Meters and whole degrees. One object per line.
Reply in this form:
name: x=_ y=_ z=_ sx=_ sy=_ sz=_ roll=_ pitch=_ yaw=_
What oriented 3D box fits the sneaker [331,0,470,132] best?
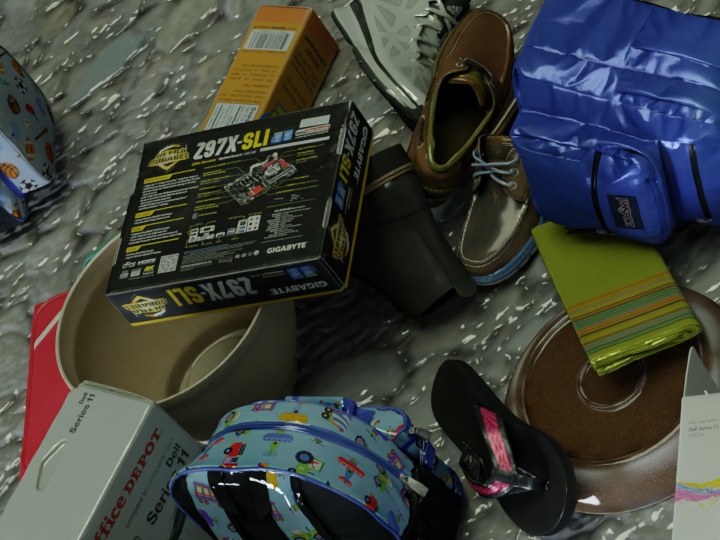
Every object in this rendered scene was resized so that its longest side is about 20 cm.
sneaker: x=0.054 y=-0.209 z=1.764 sx=0.115 sy=0.076 sz=0.201 roll=-36 pitch=43 yaw=7

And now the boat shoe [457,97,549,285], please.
boat shoe: x=0.123 y=-0.084 z=1.629 sx=0.072 sy=0.072 sz=0.200 roll=7 pitch=62 yaw=35

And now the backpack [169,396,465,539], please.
backpack: x=-0.036 y=0.159 z=1.458 sx=0.182 sy=0.200 sz=0.135 roll=-3 pitch=56 yaw=32

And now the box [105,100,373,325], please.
box: x=-0.096 y=-0.045 z=1.572 sx=0.200 sy=0.049 sz=0.160 roll=-10 pitch=49 yaw=25

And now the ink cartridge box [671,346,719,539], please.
ink cartridge box: x=0.261 y=0.159 z=1.327 sx=0.067 sy=0.117 sz=0.200 roll=-8 pitch=54 yaw=26

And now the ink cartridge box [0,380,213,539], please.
ink cartridge box: x=-0.170 y=0.199 z=1.512 sx=0.083 sy=0.200 sz=0.147 roll=10 pitch=63 yaw=37

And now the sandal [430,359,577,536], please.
sandal: x=0.096 y=0.135 z=1.482 sx=0.200 sy=0.045 sz=0.075 roll=45 pitch=123 yaw=49

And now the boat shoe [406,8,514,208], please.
boat shoe: x=0.092 y=-0.147 z=1.668 sx=0.072 sy=0.068 sz=0.200 roll=21 pitch=63 yaw=-5

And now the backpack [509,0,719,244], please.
backpack: x=0.229 y=-0.107 z=1.523 sx=0.200 sy=0.163 sz=0.168 roll=11 pitch=64 yaw=26

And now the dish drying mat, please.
dish drying mat: x=-0.271 y=0.102 z=1.777 sx=0.077 sy=0.018 sz=0.200 roll=-18 pitch=49 yaw=19

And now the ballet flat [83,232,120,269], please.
ballet flat: x=-0.157 y=-0.010 z=1.761 sx=0.200 sy=0.067 sz=0.070 roll=1 pitch=39 yaw=31

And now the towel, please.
towel: x=0.194 y=0.008 z=1.518 sx=0.086 sy=0.018 sz=0.200 roll=-19 pitch=32 yaw=2

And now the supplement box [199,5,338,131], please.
supplement box: x=-0.093 y=-0.147 z=1.820 sx=0.069 sy=0.067 sz=0.200 roll=9 pitch=63 yaw=33

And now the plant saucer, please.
plant saucer: x=0.194 y=0.087 z=1.486 sx=0.200 sy=0.032 sz=0.201 roll=-18 pitch=49 yaw=22

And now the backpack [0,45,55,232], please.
backpack: x=-0.391 y=-0.143 z=1.929 sx=0.154 sy=0.200 sz=0.191 roll=-26 pitch=40 yaw=7

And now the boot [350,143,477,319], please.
boot: x=0.000 y=0.000 z=1.649 sx=0.077 sy=0.139 sz=0.200 roll=-27 pitch=-7 yaw=-38

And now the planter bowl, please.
planter bowl: x=-0.134 y=0.063 z=1.638 sx=0.200 sy=0.135 sz=0.201 roll=-16 pitch=49 yaw=19
